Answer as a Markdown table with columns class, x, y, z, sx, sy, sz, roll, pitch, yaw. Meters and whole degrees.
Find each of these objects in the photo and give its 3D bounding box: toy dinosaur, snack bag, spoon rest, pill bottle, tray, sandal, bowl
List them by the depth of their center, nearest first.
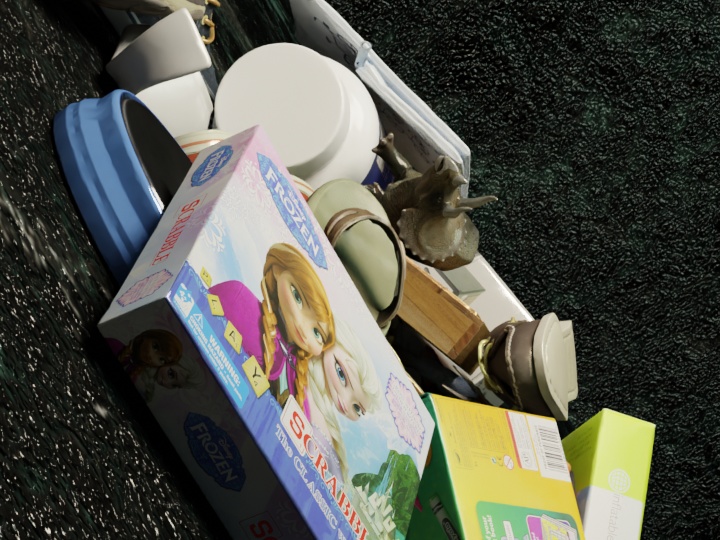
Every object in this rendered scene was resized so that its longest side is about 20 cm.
| class | x | y | z | sx | sy | sz | roll | pitch | yaw |
| --- | --- | --- | --- | --- | --- | --- | --- | --- | --- |
| bowl | -0.096 | -0.009 | 1.144 | 0.201 | 0.039 | 0.201 | 59 | 6 | -11 |
| sandal | 0.001 | 0.001 | 1.283 | 0.080 | 0.057 | 0.201 | 38 | 24 | -16 |
| spoon rest | -0.132 | -0.125 | 1.373 | 0.200 | 0.061 | 0.099 | 133 | -66 | -82 |
| toy dinosaur | 0.043 | -0.033 | 1.450 | 0.102 | 0.077 | 0.200 | 47 | -3 | 19 |
| toy dinosaur | 0.084 | 0.104 | 1.466 | 0.181 | 0.105 | 0.200 | 30 | 30 | 20 |
| tray | 0.044 | 0.025 | 1.466 | 0.099 | 0.037 | 0.200 | 39 | -1 | 8 |
| pill bottle | -0.042 | -0.089 | 1.508 | 0.120 | 0.120 | 0.200 | 61 | 1 | 15 |
| snack bag | 0.010 | -0.132 | 1.564 | 0.200 | 0.021 | 0.189 | 47 | -4 | 7 |

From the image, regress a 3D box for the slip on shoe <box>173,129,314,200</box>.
| class | x | y | z | sx | sy | sz | roll | pitch | yaw |
| --- | --- | --- | --- | --- | --- | --- | --- | --- | --- |
| slip on shoe | -0.073 | -0.033 | 1.336 | 0.200 | 0.074 | 0.061 | 37 | 38 | -69 |

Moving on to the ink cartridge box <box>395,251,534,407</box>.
| class | x | y | z | sx | sy | sz | roll | pitch | yaw |
| --- | --- | --- | --- | --- | --- | --- | --- | --- | --- |
| ink cartridge box | 0.048 | 0.019 | 1.678 | 0.200 | 0.084 | 0.146 | 51 | -13 | 16 |

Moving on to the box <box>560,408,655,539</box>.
| class | x | y | z | sx | sy | sz | roll | pitch | yaw |
| --- | --- | --- | --- | --- | --- | --- | --- | --- | --- |
| box | 0.144 | 0.207 | 1.427 | 0.122 | 0.048 | 0.200 | 131 | -25 | -60 |

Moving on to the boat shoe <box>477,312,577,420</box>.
| class | x | y | z | sx | sy | sz | roll | pitch | yaw |
| --- | --- | --- | --- | --- | --- | --- | --- | --- | --- |
| boat shoe | 0.111 | 0.064 | 1.421 | 0.200 | 0.059 | 0.072 | -10 | 96 | -81 |

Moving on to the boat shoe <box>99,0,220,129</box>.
| class | x | y | z | sx | sy | sz | roll | pitch | yaw |
| --- | --- | --- | --- | --- | --- | --- | --- | --- | --- |
| boat shoe | -0.124 | -0.182 | 1.489 | 0.200 | 0.091 | 0.071 | 56 | 7 | -33 |

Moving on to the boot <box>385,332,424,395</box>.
| class | x | y | z | sx | sy | sz | roll | pitch | yaw |
| --- | --- | --- | --- | --- | --- | --- | --- | --- | --- |
| boot | 0.002 | 0.076 | 1.377 | 0.200 | 0.073 | 0.155 | 51 | 6 | 4 |

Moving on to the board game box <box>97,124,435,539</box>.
| class | x | y | z | sx | sy | sz | roll | pitch | yaw |
| --- | --- | --- | --- | --- | --- | --- | --- | --- | --- |
| board game box | -0.038 | 0.054 | 1.041 | 0.200 | 0.041 | 0.200 | 60 | 21 | -20 |

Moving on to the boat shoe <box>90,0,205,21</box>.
| class | x | y | z | sx | sy | sz | roll | pitch | yaw |
| --- | --- | --- | --- | --- | --- | --- | --- | --- | --- |
| boat shoe | -0.143 | -0.204 | 1.346 | 0.200 | 0.074 | 0.073 | 2 | 100 | -77 |

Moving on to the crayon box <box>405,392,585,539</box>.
| class | x | y | z | sx | sy | sz | roll | pitch | yaw |
| --- | --- | --- | --- | --- | --- | --- | --- | --- | --- |
| crayon box | 0.076 | 0.176 | 1.180 | 0.119 | 0.058 | 0.200 | 15 | 55 | -47 |
